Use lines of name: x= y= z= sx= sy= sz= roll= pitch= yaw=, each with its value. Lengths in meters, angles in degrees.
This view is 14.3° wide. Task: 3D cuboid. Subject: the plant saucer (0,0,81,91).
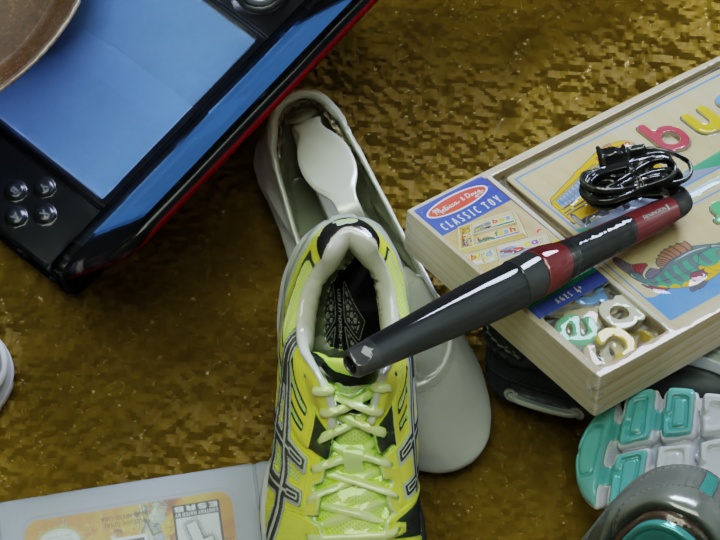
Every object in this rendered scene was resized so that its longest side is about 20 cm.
plant saucer: x=-0.210 y=-0.154 z=1.335 sx=0.199 sy=0.037 sz=0.202 roll=-3 pitch=73 yaw=11

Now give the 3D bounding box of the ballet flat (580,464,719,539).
ballet flat: x=0.093 y=0.160 z=1.209 sx=0.067 sy=0.200 sz=0.064 roll=38 pitch=28 yaw=0

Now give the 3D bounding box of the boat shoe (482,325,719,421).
boat shoe: x=0.154 y=0.043 z=1.295 sx=0.199 sy=0.061 sz=0.076 roll=13 pitch=38 yaw=12

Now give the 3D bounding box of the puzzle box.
puzzle box: x=0.136 y=-0.022 z=1.298 sx=0.199 sy=0.026 sz=0.133 roll=-27 pitch=50 yaw=-29

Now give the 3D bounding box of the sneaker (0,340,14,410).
sneaker: x=-0.236 y=0.089 z=1.283 sx=0.074 sy=0.082 sz=0.200 roll=27 pitch=69 yaw=16

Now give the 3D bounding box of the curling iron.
curling iron: x=0.069 y=-0.001 z=1.235 sx=0.200 sy=0.026 sz=0.049 roll=-33 pitch=45 yaw=-31

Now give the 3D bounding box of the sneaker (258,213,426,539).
sneaker: x=-0.010 y=0.073 z=1.232 sx=0.075 sy=0.076 sz=0.201 roll=-5 pitch=78 yaw=0

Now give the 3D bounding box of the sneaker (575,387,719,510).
sneaker: x=0.197 y=0.094 z=1.245 sx=0.199 sy=0.091 sz=0.078 roll=1 pitch=60 yaw=14

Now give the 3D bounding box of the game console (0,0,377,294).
game console: x=-0.099 y=-0.098 z=1.346 sx=0.172 sy=0.119 sz=0.200 roll=37 pitch=71 yaw=19

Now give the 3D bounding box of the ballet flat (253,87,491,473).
ballet flat: x=0.000 y=0.000 z=1.321 sx=0.069 sy=0.070 sz=0.201 roll=-22 pitch=65 yaw=-7

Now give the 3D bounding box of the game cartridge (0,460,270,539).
game cartridge: x=-0.095 y=0.159 z=1.266 sx=0.199 sy=0.042 sz=0.134 roll=-9 pitch=59 yaw=-1
